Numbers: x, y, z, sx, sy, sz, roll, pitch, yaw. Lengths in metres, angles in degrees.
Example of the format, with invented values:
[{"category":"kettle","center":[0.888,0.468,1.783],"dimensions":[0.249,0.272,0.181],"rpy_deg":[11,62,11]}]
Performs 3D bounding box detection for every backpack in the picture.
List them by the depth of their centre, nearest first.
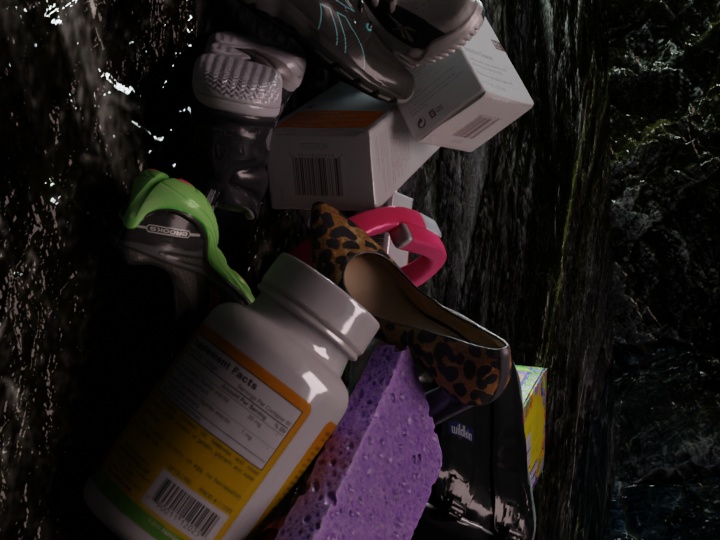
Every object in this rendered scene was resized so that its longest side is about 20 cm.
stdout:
[{"category":"backpack","center":[0.060,0.138,1.011],"dimensions":[0.176,0.150,0.202],"rpy_deg":[29,53,-34]}]

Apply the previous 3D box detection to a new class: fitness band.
[{"category":"fitness band","center":[0.000,0.000,1.039],"dimensions":[0.038,0.143,0.200],"rpy_deg":[63,17,17]}]

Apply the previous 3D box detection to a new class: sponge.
[{"category":"sponge","center":[0.004,0.156,0.798],"dimensions":[0.201,0.029,0.113],"rpy_deg":[-59,140,-48]}]

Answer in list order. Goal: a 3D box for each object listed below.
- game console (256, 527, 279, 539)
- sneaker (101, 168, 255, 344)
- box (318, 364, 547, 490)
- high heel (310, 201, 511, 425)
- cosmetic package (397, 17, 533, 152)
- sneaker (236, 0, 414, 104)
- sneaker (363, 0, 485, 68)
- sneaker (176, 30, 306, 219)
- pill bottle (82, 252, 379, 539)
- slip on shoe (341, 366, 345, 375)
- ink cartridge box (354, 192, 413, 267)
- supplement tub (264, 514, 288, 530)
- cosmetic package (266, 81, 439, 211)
[{"category":"game console","center":[-0.105,0.263,0.788],"dimensions":[0.177,0.031,0.201],"rpy_deg":[-50,168,-22]},{"category":"sneaker","center":[-0.126,0.016,0.806],"dimensions":[0.084,0.076,0.201],"rpy_deg":[-52,146,-23]},{"category":"box","center":[0.079,0.178,1.217],"dimensions":[0.200,0.190,0.124],"rpy_deg":[-37,129,-64]},{"category":"high heel","center":[0.037,0.014,0.874],"dimensions":[0.071,0.142,0.202],"rpy_deg":[-26,82,-32]},{"category":"cosmetic package","center":[0.059,-0.212,1.047],"dimensions":[0.112,0.081,0.202],"rpy_deg":[-3,64,-59]},{"category":"sneaker","center":[-0.026,-0.198,0.875],"dimensions":[0.199,0.075,0.080],"rpy_deg":[35,91,-28]},{"category":"sneaker","center":[-0.002,-0.238,0.929],"dimensions":[0.080,0.198,0.130],"rpy_deg":[-51,138,-13]},{"category":"sneaker","center":[-0.092,-0.105,0.860],"dimensions":[0.200,0.074,0.115],"rpy_deg":[-79,-175,-71]},{"category":"pill bottle","center":[-0.077,0.093,0.762],"dimensions":[0.201,0.110,0.111],"rpy_deg":[-54,154,-7]},{"category":"slip on shoe","center":[-0.047,0.090,1.036],"dimensions":[0.200,0.060,0.075],"rpy_deg":[-64,175,-72]},{"category":"ink cartridge box","center":[0.040,0.005,1.292],"dimensions":[0.200,0.056,0.165],"rpy_deg":[11,83,-66]},{"category":"supplement tub","center":[-0.027,0.291,1.040],"dimensions":[0.201,0.121,0.124],"rpy_deg":[64,35,-56]},{"category":"cosmetic package","center":[-0.002,-0.118,1.065],"dimensions":[0.200,0.100,0.072],"rpy_deg":[-48,136,-62]}]
